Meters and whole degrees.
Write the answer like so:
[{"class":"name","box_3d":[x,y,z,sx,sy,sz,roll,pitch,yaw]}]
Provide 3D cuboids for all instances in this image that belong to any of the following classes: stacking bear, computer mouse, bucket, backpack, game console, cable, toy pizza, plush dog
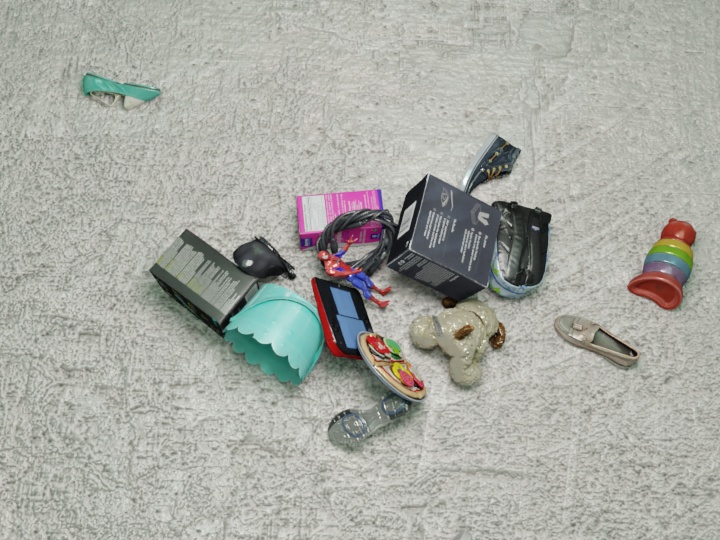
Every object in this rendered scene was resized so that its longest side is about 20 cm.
[{"class":"stacking bear","box_3d":[0.728,-0.030,1.743,0.121,0.114,0.201,27,66,7]},{"class":"computer mouse","box_3d":[-0.213,-0.034,1.642,0.138,0.200,0.053,42,104,9]},{"class":"bucket","box_3d":[-0.174,0.134,1.584,0.206,0.207,0.135,28,66,7]},{"class":"backpack","box_3d":[0.358,-0.038,1.711,0.162,0.154,0.201,10,56,-17]},{"class":"game console","box_3d":[-0.029,0.108,1.610,0.031,0.200,0.178,-23,70,23]},{"class":"cable","box_3d":[-0.005,-0.071,1.667,0.163,0.200,0.051,24,33,-20]},{"class":"toy pizza","box_3d":[0.073,0.197,1.578,0.200,0.200,0.032,47,105,13]},{"class":"plush dog","box_3d":[0.235,0.126,1.648,0.200,0.161,0.172,41,46,10]}]

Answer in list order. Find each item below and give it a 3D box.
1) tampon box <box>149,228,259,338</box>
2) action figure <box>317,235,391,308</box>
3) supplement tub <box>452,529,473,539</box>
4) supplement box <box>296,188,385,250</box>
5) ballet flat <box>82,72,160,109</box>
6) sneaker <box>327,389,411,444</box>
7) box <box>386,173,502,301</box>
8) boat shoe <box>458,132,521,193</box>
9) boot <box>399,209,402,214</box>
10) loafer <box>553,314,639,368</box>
[{"class":"tampon box","box_3d":[-0.335,0.033,1.633,0.200,0.150,0.126,36,73,10]},{"class":"action figure","box_3d":[0.000,0.000,1.645,0.199,0.099,0.065,31,44,-23]},{"class":"supplement tub","box_3d":[0.242,0.626,1.451,0.200,0.140,0.140,40,73,12]},{"class":"supplement box","box_3d":[-0.048,-0.118,1.732,0.199,0.101,0.104,-4,69,-4]},{"class":"ballet flat","box_3d":[-0.596,-0.439,1.848,0.199,0.067,0.071,12,94,1]},{"class":"sneaker","box_3d":[0.025,0.318,1.591,0.199,0.087,0.075,-24,74,8]},{"class":"box","box_3d":[0.184,-0.069,1.618,0.199,0.117,0.198,25,62,-15]},{"class":"boat shoe","box_3d":[0.316,-0.246,1.815,0.091,0.071,0.201,29,69,12]},{"class":"boot","box_3d":[0.186,-0.069,1.741,0.199,0.073,0.156,10,67,-8]},{"class":"loafer","box_3d":[0.539,0.152,1.684,0.199,0.063,0.072,29,70,7]}]
